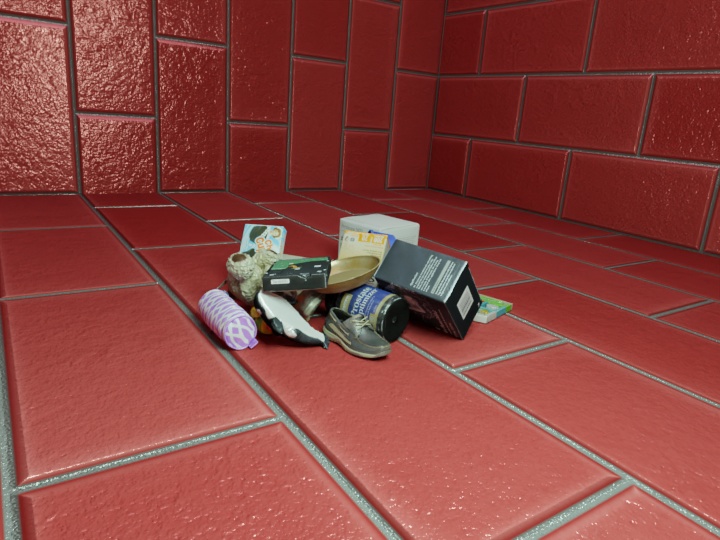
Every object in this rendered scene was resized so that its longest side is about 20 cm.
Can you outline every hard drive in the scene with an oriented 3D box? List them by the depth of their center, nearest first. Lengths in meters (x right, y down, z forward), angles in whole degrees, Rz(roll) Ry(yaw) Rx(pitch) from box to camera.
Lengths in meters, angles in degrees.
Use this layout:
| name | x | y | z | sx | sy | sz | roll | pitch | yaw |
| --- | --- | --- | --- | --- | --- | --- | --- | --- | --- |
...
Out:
| name | x | y | z | sx | sy | sz | roll | pitch | yaw |
| --- | --- | --- | --- | --- | --- | --- | --- | --- | --- |
| hard drive | -0.139 | 0.007 | 1.240 | 0.138 | 0.038 | 0.200 | -3 | 13 | 0 |

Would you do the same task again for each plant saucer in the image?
| name | x | y | z | sx | sy | sz | roll | pitch | yaw |
| --- | --- | --- | --- | --- | --- | --- | --- | --- | --- |
| plant saucer | -0.043 | 0.013 | 1.327 | 0.198 | 0.036 | 0.200 | -13 | 16 | 4 |

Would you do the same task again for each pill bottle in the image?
| name | x | y | z | sx | sy | sz | roll | pitch | yaw |
| --- | --- | --- | --- | --- | --- | --- | --- | --- | --- |
| pill bottle | 0.011 | 0.091 | 1.317 | 0.199 | 0.113 | 0.111 | 18 | 20 | 39 |

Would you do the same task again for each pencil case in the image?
| name | x | y | z | sx | sy | sz | roll | pitch | yaw |
| --- | --- | --- | --- | --- | --- | --- | --- | --- | --- |
| pencil case | -0.303 | 0.109 | 1.235 | 0.084 | 0.086 | 0.199 | -39 | 32 | -15 |

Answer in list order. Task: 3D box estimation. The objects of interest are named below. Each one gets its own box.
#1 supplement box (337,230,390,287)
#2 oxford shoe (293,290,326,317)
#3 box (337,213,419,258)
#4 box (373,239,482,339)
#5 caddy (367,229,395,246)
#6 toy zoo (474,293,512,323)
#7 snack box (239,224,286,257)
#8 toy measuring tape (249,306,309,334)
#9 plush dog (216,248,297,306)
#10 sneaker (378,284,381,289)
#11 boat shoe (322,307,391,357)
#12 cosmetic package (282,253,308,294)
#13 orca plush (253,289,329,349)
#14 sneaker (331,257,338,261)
| name | x | y | z | sx | sy | sz | roll | pitch | yaw |
| --- | --- | --- | --- | --- | --- | --- | --- | --- | --- |
| supplement box | 0.000 | 0.000 | 1.478 | 0.124 | 0.202 | 0.074 | 7 | -23 | 13 |
| oxford shoe | -0.125 | 0.070 | 1.373 | 0.058 | 0.076 | 0.200 | 37 | 7 | 3 |
| box | 0.059 | -0.084 | 1.830 | 0.199 | 0.174 | 0.198 | -11 | 21 | -43 |
| box | 0.166 | 0.047 | 1.314 | 0.198 | 0.118 | 0.197 | 20 | -21 | 34 |
| caddy | 0.042 | -0.025 | 1.612 | 0.103 | 0.142 | 0.202 | 6 | 53 | -9 |
| toy zoo | 0.324 | 0.105 | 1.522 | 0.130 | 0.021 | 0.199 | 17 | 20 | 37 |
| snack box | -0.276 | -0.025 | 1.495 | 0.115 | 0.203 | 0.037 | 4 | -16 | 12 |
| toy measuring tape | -0.194 | 0.117 | 1.282 | 0.073 | 0.075 | 0.199 | 14 | -5 | 30 |
| plush dog | -0.246 | 0.052 | 1.374 | 0.171 | 0.162 | 0.200 | 36 | 18 | 15 |
| sneaker | 0.092 | 0.022 | 1.477 | 0.073 | 0.083 | 0.200 | 26 | 22 | 19 |
| boat shoe | -0.013 | 0.136 | 1.222 | 0.199 | 0.074 | 0.074 | 18 | 21 | 40 |
| cosmetic package | -0.198 | 0.014 | 1.545 | 0.197 | 0.105 | 0.073 | 7 | 17 | 14 |
| orca plush | -0.163 | 0.119 | 1.211 | 0.199 | 0.071 | 0.106 | 27 | 42 | -31 |
| sneaker | -0.067 | -0.008 | 1.696 | 0.071 | 0.081 | 0.200 | -4 | 18 | -28 |
